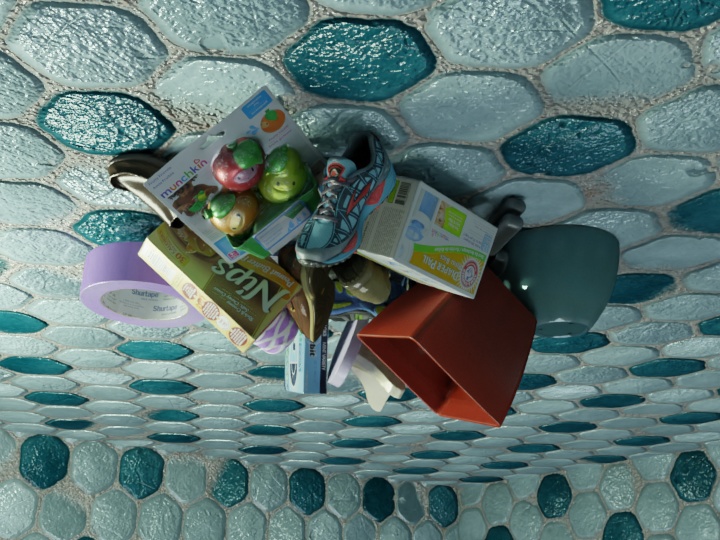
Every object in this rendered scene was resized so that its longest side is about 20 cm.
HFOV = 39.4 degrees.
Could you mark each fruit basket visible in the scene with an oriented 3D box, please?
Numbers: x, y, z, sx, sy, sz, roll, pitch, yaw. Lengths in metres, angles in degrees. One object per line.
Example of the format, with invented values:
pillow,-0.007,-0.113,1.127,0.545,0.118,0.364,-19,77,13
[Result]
fruit basket,-0.135,-0.104,1.220,0.185,0.094,0.200,-37,146,3

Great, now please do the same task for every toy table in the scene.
toy table,0.022,0.144,1.703,0.116,0.201,0.185,25,124,-6

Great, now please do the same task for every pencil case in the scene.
pencil case,-0.177,0.050,1.498,0.085,0.084,0.200,31,170,49

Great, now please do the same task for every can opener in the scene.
can opener,0.206,-0.047,1.502,0.066,0.053,0.200,13,156,-5

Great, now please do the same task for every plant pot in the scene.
plant pot,0.150,0.099,1.542,0.200,0.177,0.200,44,162,-17
plant pot,0.312,0.030,1.589,0.198,0.136,0.200,1,160,0

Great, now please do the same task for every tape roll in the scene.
tape roll,-0.331,0.025,1.564,0.198,0.066,0.201,2,156,1

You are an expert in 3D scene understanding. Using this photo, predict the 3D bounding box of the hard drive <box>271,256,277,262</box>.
hard drive,-0.147,-0.034,1.492,0.138,0.038,0.201,4,142,-8

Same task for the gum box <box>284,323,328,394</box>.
gum box,-0.095,0.127,1.754,0.044,0.172,0.200,3,175,-12

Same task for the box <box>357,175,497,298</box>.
box,0.084,-0.046,1.383,0.101,0.114,0.199,16,175,42

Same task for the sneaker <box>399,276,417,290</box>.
sneaker,0.097,0.034,1.702,0.082,0.075,0.200,8,150,-32

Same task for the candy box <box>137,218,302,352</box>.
candy box,-0.191,0.000,1.381,0.200,0.116,0.055,44,144,-3

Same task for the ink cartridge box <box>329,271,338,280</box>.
ink cartridge box,-0.036,0.006,1.695,0.161,0.058,0.200,-8,177,21

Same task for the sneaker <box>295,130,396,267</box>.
sneaker,-0.030,-0.092,1.215,0.079,0.201,0.096,8,139,28

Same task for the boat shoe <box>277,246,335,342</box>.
boat shoe,-0.082,0.031,1.479,0.067,0.072,0.201,20,147,17

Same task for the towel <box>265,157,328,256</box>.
towel,-0.090,-0.084,1.382,0.145,0.024,0.201,4,143,-11

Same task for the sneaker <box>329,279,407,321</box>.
sneaker,-0.006,0.048,1.620,0.198,0.072,0.083,6,174,-25

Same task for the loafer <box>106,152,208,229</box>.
loafer,-0.245,-0.095,1.319,0.198,0.072,0.073,17,160,5

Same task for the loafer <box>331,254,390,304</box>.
loafer,0.000,0.000,1.478,0.076,0.200,0.068,-38,108,10
